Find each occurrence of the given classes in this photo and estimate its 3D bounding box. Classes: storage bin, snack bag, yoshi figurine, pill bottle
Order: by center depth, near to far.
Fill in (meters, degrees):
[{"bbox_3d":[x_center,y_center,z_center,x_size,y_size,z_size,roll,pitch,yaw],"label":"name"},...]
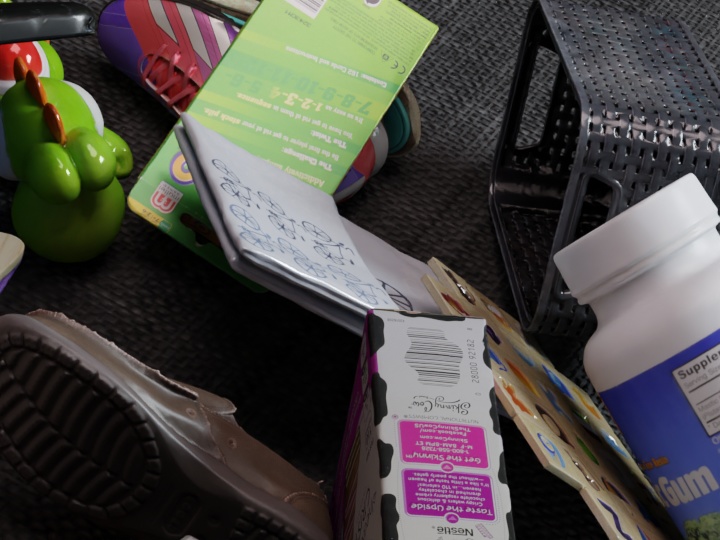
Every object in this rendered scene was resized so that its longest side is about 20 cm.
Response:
[{"bbox_3d":[0.179,0.058,1.069,0.112,0.112,0.201,-29,86,-41],"label":"pill bottle"},{"bbox_3d":[0.000,0.000,1.111,0.199,0.021,0.189,30,13,-23],"label":"snack bag"},{"bbox_3d":[-0.186,-0.070,1.205,0.112,0.113,0.200,36,7,-38],"label":"yoshi figurine"},{"bbox_3d":[0.139,-0.057,1.213,0.093,0.136,0.200,8,25,-9],"label":"storage bin"}]

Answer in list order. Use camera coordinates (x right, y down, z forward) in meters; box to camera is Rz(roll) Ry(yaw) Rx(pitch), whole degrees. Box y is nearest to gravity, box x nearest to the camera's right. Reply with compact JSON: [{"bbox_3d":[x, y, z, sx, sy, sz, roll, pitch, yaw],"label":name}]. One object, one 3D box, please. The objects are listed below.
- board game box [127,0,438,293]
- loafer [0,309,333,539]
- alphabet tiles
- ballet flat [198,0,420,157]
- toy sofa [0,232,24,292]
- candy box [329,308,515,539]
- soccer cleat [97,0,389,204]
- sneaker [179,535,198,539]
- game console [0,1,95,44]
[{"bbox_3d":[-0.044,-0.085,1.224,0.095,0.030,0.200,33,64,-1],"label":"board game box"},{"bbox_3d":[-0.096,0.086,1.024,0.200,0.073,0.071,39,25,-11],"label":"loafer"},{"bbox_3d":[0.103,0.078,1.086,0.166,0.006,0.200,35,17,-47],"label":"alphabet tiles"},{"bbox_3d":[-0.040,-0.134,1.334,0.199,0.068,0.062,28,30,15],"label":"ballet flat"},{"bbox_3d":[-0.234,0.054,1.024,0.097,0.083,0.200,17,38,-2],"label":"toy sofa"},{"bbox_3d":[0.025,0.133,0.971,0.061,0.137,0.201,4,39,-8],"label":"candy box"},{"bbox_3d":[-0.081,-0.101,1.280,0.199,0.068,0.073,30,45,14],"label":"soccer cleat"},{"bbox_3d":[-0.067,0.204,0.920,0.080,0.071,0.201,15,44,-15],"label":"sneaker"},{"bbox_3d":[-0.245,-0.071,1.089,0.175,0.117,0.200,-10,11,-33],"label":"game console"}]
